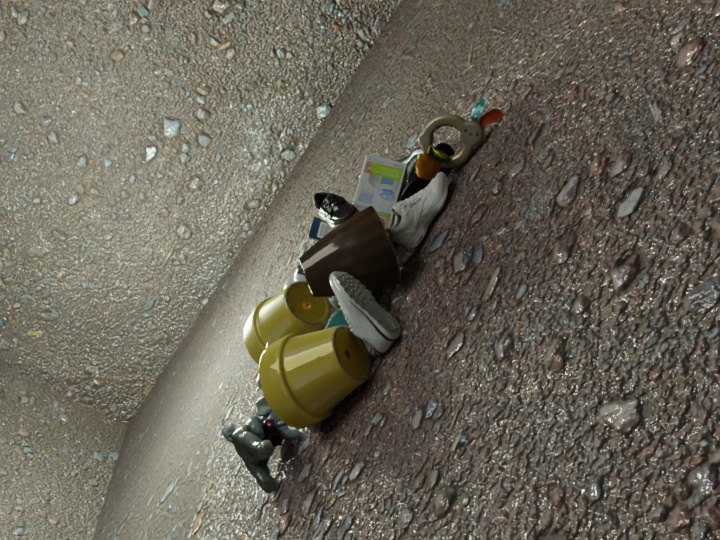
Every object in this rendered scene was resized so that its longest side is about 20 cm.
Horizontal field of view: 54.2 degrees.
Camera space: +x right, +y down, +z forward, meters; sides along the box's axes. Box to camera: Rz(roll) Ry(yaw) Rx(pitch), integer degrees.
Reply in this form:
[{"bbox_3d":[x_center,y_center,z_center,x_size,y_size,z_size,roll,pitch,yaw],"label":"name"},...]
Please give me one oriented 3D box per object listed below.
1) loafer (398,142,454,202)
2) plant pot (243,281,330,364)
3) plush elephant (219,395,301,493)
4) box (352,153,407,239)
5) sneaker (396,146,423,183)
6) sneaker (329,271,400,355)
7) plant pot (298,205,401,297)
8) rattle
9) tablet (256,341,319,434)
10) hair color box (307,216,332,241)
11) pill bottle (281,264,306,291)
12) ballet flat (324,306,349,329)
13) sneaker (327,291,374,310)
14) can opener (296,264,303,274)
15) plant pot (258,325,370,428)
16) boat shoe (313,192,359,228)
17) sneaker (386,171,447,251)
[{"bbox_3d":[0.161,-0.219,1.726,0.201,0.073,0.071,-54,8,2],"label":"loafer"},{"bbox_3d":[-0.172,0.132,1.779,0.189,0.199,0.202,-50,19,43],"label":"plant pot"},{"bbox_3d":[-0.217,0.390,1.662,0.154,0.167,0.199,-29,39,-32],"label":"plush elephant"},{"bbox_3d":[0.044,-0.171,1.768,0.101,0.111,0.203,62,-136,-78],"label":"box"},{"bbox_3d":[0.151,-0.261,1.841,0.199,0.071,0.084,-22,66,62],"label":"sneaker"},{"bbox_3d":[-0.006,0.089,1.489,0.076,0.201,0.081,-22,-22,-54],"label":"sneaker"},{"bbox_3d":[-0.032,-0.020,1.590,0.197,0.189,0.187,-23,19,-5],"label":"plant pot"},{"bbox_3d":[0.218,-0.300,1.584,0.198,0.132,0.143,-20,2,28],"label":"rattle"},{"bbox_3d":[-0.153,0.263,1.580,0.014,0.200,0.131,-28,31,28],"label":"tablet"},{"bbox_3d":[-0.057,-0.093,1.881,0.200,0.099,0.061,9,-81,-73],"label":"hair color box"},{"bbox_3d":[-0.176,0.089,1.991,0.112,0.110,0.202,-102,34,-65],"label":"pill bottle"},{"bbox_3d":[-0.066,0.173,1.706,0.202,0.071,0.072,-60,18,-4],"label":"ballet flat"},{"bbox_3d":[-0.028,0.060,1.743,0.199,0.087,0.075,-28,33,56],"label":"sneaker"},{"bbox_3d":[-0.133,-0.028,1.954,0.200,0.066,0.054,-70,-15,-74],"label":"can opener"},{"bbox_3d":[-0.088,0.213,1.518,0.188,0.201,0.202,-30,31,29],"label":"plant pot"},{"bbox_3d":[-0.068,-0.151,1.713,0.073,0.065,0.199,-43,25,-14],"label":"boat shoe"},{"bbox_3d":[0.133,-0.149,1.624,0.202,0.099,0.075,-60,16,-7],"label":"sneaker"}]
